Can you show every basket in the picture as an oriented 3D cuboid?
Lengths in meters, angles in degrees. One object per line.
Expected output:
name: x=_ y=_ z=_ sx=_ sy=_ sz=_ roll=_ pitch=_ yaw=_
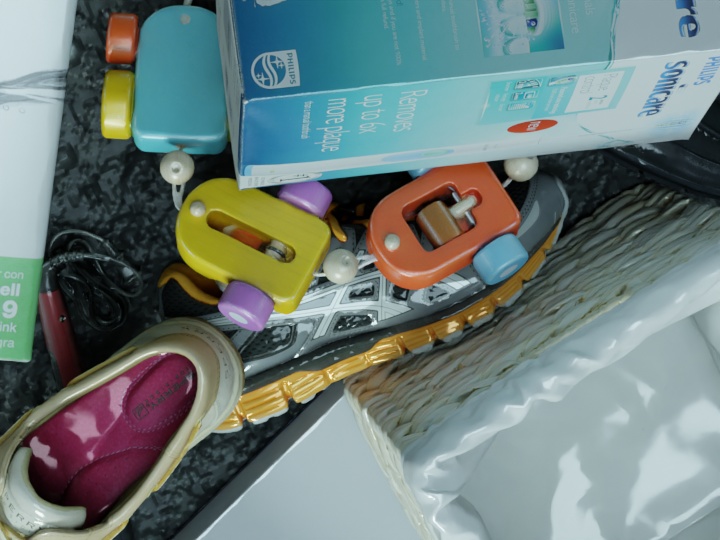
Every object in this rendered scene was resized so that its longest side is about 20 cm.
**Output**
basket: x=0.122 y=0.092 z=1.272 sx=0.198 sy=0.161 sz=0.200 roll=-33 pitch=111 yaw=-8

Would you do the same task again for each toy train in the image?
toy train: x=-0.024 y=-0.052 z=1.240 sx=0.150 sy=0.056 sz=0.200 roll=-35 pitch=76 yaw=-13

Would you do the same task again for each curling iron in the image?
curling iron: x=-0.116 y=0.076 z=1.307 sx=0.050 sy=0.026 sz=0.200 roll=-7 pitch=110 yaw=-5

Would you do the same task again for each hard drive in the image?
hard drive: x=0.017 y=0.158 z=1.362 sx=0.132 sy=0.025 sz=0.200 roll=-44 pitch=111 yaw=6

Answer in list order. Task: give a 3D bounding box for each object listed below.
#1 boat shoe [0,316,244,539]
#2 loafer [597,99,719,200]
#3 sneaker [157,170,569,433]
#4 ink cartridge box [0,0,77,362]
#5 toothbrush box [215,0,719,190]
boat shoe: x=-0.137 y=0.095 z=1.233 sx=0.074 sy=0.069 sz=0.200 roll=45 pitch=93 yaw=4
loafer: x=0.112 y=-0.093 z=1.269 sx=0.200 sy=0.068 sz=0.070 roll=26 pitch=108 yaw=-14
sneaker: x=0.000 y=0.000 z=1.279 sx=0.200 sy=0.078 sz=0.077 roll=-27 pitch=106 yaw=0
ink cartridge box: x=-0.169 y=-0.081 z=1.178 sx=0.084 sy=0.146 sz=0.200 roll=6 pitch=108 yaw=-12
toothbrush box: x=0.044 y=-0.098 z=1.150 sx=0.200 sy=0.146 sz=0.085 roll=-7 pitch=79 yaw=-6
